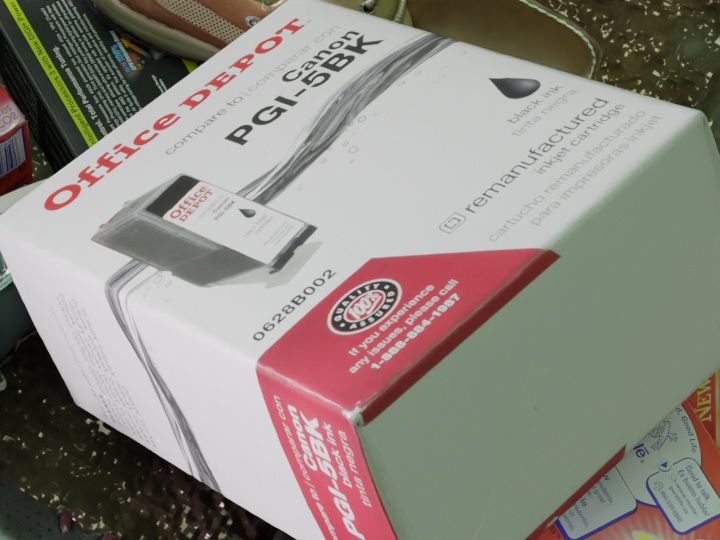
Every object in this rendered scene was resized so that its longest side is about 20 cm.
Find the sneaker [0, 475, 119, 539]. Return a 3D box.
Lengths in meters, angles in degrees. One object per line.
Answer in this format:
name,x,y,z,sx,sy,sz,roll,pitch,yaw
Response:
sneaker,-0.056,0.104,0.731,0.115,0.076,0.200,-41,93,-5

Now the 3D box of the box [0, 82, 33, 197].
box,-0.221,-0.015,0.780,0.199,0.100,0.096,-33,71,-19

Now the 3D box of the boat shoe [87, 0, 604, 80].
boat shoe,-0.010,-0.099,0.807,0.199,0.074,0.076,17,63,3

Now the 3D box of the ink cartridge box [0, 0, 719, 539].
ink cartridge box,0.000,0.000,0.693,0.147,0.083,0.200,-40,37,-23

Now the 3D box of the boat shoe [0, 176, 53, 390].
boat shoe,-0.147,0.038,0.767,0.199,0.073,0.062,-32,65,-3

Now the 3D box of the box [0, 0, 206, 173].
box,-0.043,-0.072,0.857,0.160,0.044,0.201,-27,69,-16

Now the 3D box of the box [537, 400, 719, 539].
box,0.085,0.121,0.739,0.099,0.096,0.201,-25,69,-15

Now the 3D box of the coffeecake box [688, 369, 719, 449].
coffeecake box,0.221,0.048,0.729,0.154,0.073,0.200,-51,40,0
